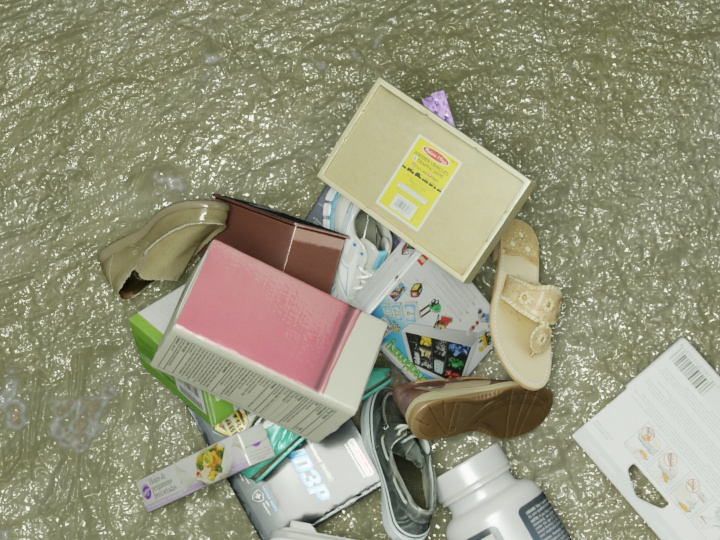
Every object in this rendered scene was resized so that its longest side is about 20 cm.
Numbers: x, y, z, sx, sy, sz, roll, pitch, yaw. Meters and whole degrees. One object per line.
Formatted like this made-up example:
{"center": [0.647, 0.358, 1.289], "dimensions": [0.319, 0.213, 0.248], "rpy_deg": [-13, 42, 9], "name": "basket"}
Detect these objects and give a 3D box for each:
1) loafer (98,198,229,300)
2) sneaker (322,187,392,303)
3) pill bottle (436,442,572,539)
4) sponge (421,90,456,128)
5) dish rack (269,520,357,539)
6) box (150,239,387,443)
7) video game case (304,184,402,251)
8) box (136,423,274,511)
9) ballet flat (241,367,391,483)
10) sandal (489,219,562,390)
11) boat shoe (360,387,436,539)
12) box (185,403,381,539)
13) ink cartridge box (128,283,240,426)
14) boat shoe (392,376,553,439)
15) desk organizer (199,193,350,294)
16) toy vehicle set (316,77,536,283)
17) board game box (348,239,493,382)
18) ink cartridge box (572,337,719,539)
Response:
{"center": [-0.220, -0.023, 1.348], "dimensions": [0.200, 0.076, 0.068], "rpy_deg": [-27, 71, 37], "name": "loafer"}
{"center": [0.000, 0.000, 1.279], "dimensions": [0.075, 0.087, 0.200], "rpy_deg": [-4, 94, -27], "name": "sneaker"}
{"center": [0.164, 0.297, 1.284], "dimensions": [0.120, 0.120, 0.200], "rpy_deg": [-30, 80, -3], "name": "pill bottle"}
{"center": [0.105, -0.120, 1.319], "dimensions": [0.030, 0.200, 0.112], "rpy_deg": [-19, 79, 4], "name": "sponge"}
{"center": [-0.008, 0.321, 1.271], "dimensions": [0.200, 0.172, 0.044], "rpy_deg": [10, 60, 4], "name": "dish rack"}
{"center": [-0.094, 0.075, 1.195], "dimensions": [0.200, 0.128, 0.109], "rpy_deg": [26, 62, -10], "name": "box"}
{"center": [0.000, -0.035, 1.346], "dimensions": [0.143, 0.019, 0.200], "rpy_deg": [41, 109, 21], "name": "video game case"}
{"center": [-0.173, 0.219, 1.291], "dimensions": [0.200, 0.041, 0.039], "rpy_deg": [-30, 78, 41], "name": "box"}
{"center": [-0.061, 0.151, 1.298], "dimensions": [0.200, 0.067, 0.070], "rpy_deg": [-37, 87, -4], "name": "ballet flat"}
{"center": [0.192, 0.023, 1.317], "dimensions": [0.078, 0.070, 0.212], "rpy_deg": [13, 57, -22], "name": "sandal"}
{"center": [0.053, 0.202, 1.291], "dimensions": [0.072, 0.071, 0.200], "rpy_deg": [11, 43, -26], "name": "boat shoe"}
{"center": [-0.084, 0.198, 1.349], "dimensions": [0.159, 0.046, 0.200], "rpy_deg": [-30, 80, -3], "name": "box"}
{"center": [-0.136, 0.064, 1.337], "dimensions": [0.200, 0.076, 0.148], "rpy_deg": [-32, 47, -28], "name": "ink cartridge box"}
{"center": [0.125, 0.144, 1.315], "dimensions": [0.200, 0.072, 0.072], "rpy_deg": [-2, 119, -31], "name": "boat shoe"}
{"center": [-0.102, -0.027, 1.311], "dimensions": [0.072, 0.200, 0.077], "rpy_deg": [13, 95, -35], "name": "desk organizer"}
{"center": [0.065, -0.094, 1.212], "dimensions": [0.200, 0.027, 0.124], "rpy_deg": [37, 101, 18], "name": "toy vehicle set"}
{"center": [0.076, 0.056, 1.301], "dimensions": [0.126, 0.200, 0.035], "rpy_deg": [-49, 44, -6], "name": "board game box"}
{"center": [0.366, 0.206, 1.328], "dimensions": [0.174, 0.044, 0.200], "rpy_deg": [-40, 81, -4], "name": "ink cartridge box"}
